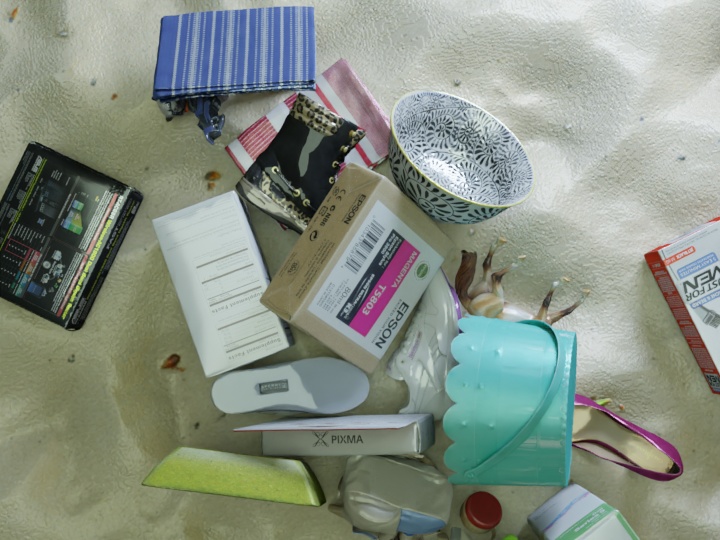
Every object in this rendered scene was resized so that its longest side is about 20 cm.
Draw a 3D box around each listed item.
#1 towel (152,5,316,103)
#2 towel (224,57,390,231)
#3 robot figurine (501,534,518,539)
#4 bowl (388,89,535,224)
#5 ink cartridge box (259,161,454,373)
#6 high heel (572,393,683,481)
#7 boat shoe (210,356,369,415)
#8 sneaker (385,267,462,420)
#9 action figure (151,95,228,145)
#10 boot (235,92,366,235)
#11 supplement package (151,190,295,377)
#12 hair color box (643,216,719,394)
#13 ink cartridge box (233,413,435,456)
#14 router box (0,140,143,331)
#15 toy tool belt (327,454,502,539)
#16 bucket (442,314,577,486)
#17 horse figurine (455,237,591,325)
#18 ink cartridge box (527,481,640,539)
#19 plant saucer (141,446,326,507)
[{"bbox_3d":[-0.153,-0.267,1.090,0.198,0.024,0.146,-4,56,0],"label":"towel"},{"bbox_3d":[-0.060,-0.164,1.166,0.199,0.023,0.145,-36,86,-1],"label":"towel"},{"bbox_3d":[0.190,0.398,1.044,0.116,0.201,0.175,-40,44,-20],"label":"robot figurine"},{"bbox_3d":[0.109,-0.123,1.108,0.199,0.094,0.202,16,45,-17],"label":"bowl"},{"bbox_3d":[0.000,0.000,1.068,0.075,0.164,0.201,28,84,48],"label":"ink cartridge box"},{"bbox_3d":[0.299,0.200,1.098,0.198,0.096,0.068,19,88,2],"label":"high heel"},{"bbox_3d":[-0.089,0.151,1.126,0.198,0.070,0.072,-5,82,-10],"label":"boat shoe"},{"bbox_3d":[0.080,0.092,1.120,0.099,0.075,0.202,-2,86,0],"label":"sneaker"},{"bbox_3d":[-0.170,-0.230,1.135,0.192,0.105,0.201,-17,62,5],"label":"action figure"},{"bbox_3d":[-0.037,-0.113,1.112,0.199,0.073,0.151,29,97,-11],"label":"boot"},{"bbox_3d":[-0.167,0.019,1.111,0.109,0.114,0.202,-20,86,-1],"label":"supplement package"},{"bbox_3d":[0.458,0.043,1.121,0.110,0.064,0.201,-26,88,-1],"label":"hair color box"},{"bbox_3d":[-0.026,0.197,1.045,0.198,0.173,0.044,-4,86,17],"label":"ink cartridge box"},{"bbox_3d":[-0.392,-0.044,1.146,0.149,0.062,0.201,25,87,3],"label":"router box"},{"bbox_3d":[0.064,0.298,1.103,0.198,0.123,0.126,15,51,-3],"label":"toy tool belt"},{"bbox_3d":[0.179,0.154,1.036,0.133,0.207,0.209,2,86,16],"label":"bucket"},{"bbox_3d":[0.195,0.046,1.127,0.199,0.050,0.133,30,105,-5],"label":"horse figurine"},{"bbox_3d":[0.283,0.343,1.040,0.087,0.200,0.146,-36,86,-4],"label":"ink cartridge box"},{"bbox_3d":[-0.139,0.243,1.059,0.198,0.200,0.048,7,77,2],"label":"plant saucer"}]
